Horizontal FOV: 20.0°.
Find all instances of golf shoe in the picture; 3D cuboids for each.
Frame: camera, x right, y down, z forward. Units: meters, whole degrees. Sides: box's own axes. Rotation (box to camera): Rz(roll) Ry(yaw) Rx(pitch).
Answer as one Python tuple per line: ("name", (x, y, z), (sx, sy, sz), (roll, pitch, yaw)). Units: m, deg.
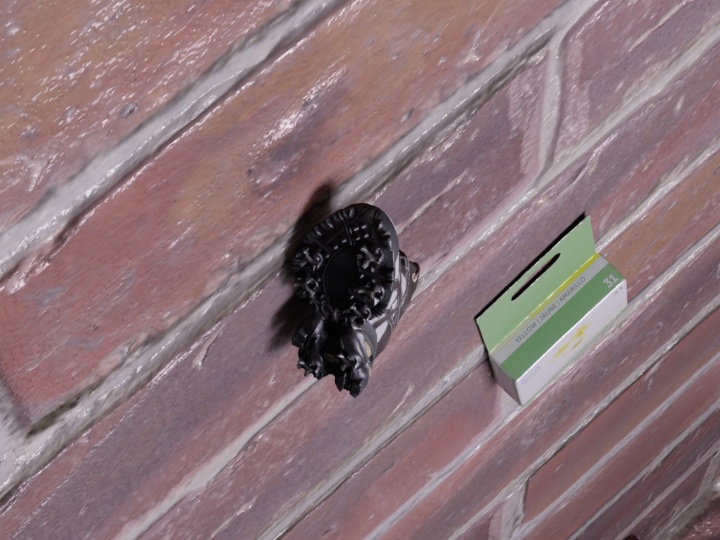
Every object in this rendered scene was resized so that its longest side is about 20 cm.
("golf shoe", (0.000, 0.000, 1.437), (0.095, 0.077, 0.200), (-54, 169, -32))

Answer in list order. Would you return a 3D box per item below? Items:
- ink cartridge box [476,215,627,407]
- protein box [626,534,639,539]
("ink cartridge box", (0.181, 0.041, 1.896), (0.145, 0.048, 0.200), (-43, 163, -6))
("protein box", (0.370, 0.549, 3.139), (0.198, 0.135, 0.201), (-24, 151, -45))
